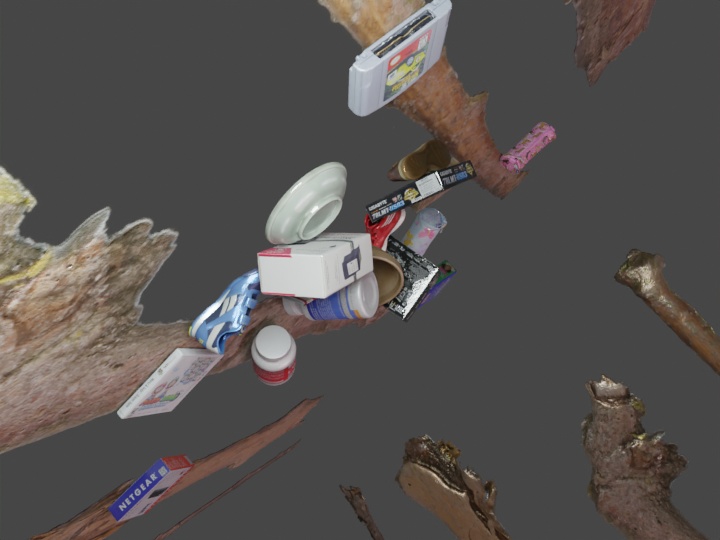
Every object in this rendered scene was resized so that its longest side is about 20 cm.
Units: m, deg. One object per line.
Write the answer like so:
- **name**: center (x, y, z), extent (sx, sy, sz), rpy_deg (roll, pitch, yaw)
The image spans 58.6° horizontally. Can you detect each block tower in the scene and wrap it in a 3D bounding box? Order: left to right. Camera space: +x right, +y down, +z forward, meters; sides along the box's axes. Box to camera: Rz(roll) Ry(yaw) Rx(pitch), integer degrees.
- **block tower**: center (0.192, -0.221, 1.670), extent (0.200, 0.058, 0.054), rpy_deg (-35, 162, -32)

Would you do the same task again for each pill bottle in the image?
- **pill bottle**: center (-0.218, 0.211, 1.616), extent (0.112, 0.112, 0.200), rpy_deg (-39, 165, -21)
- **pill bottle**: center (-0.069, 0.055, 1.431), extent (0.199, 0.113, 0.112), rpy_deg (-4, -178, 23)

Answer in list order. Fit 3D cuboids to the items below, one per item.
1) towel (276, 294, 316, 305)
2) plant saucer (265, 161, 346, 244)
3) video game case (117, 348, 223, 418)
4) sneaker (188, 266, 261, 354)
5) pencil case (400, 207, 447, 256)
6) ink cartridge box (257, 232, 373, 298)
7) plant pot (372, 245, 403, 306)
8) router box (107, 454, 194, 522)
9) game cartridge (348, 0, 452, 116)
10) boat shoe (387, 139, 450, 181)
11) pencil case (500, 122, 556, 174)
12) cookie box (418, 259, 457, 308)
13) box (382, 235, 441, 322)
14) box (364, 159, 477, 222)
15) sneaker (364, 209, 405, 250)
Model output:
- **towel**: center (-0.092, 0.009, 1.376), extent (0.200, 0.144, 0.023), rpy_deg (-35, 125, -35)
- **plant saucer**: center (-0.088, -0.112, 1.203), extent (0.200, 0.050, 0.200), rpy_deg (-42, 165, -14)
- **video game case**: center (-0.398, 0.238, 1.366), extent (0.182, 0.024, 0.200), rpy_deg (-46, 166, 3)
- **sneaker**: center (-0.238, 0.078, 1.248), extent (0.200, 0.082, 0.074), rpy_deg (-47, 165, 0)
- **pencil case**: center (0.177, -0.098, 1.916), extent (0.090, 0.083, 0.200), rpy_deg (-5, 145, -34)
- **ink cartridge box**: center (-0.082, -0.015, 1.252), extent (0.200, 0.144, 0.085), rpy_deg (-28, 117, -59)
- **plant pot**: center (0.000, 0.000, 1.543), extent (0.200, 0.093, 0.201), rpy_deg (-5, 139, -4)
- **router box**: center (-0.593, 0.618, 1.833), extent (0.200, 0.049, 0.180), rpy_deg (-44, 166, -3)
- **game cartridge**: center (0.063, -0.336, 1.029), extent (0.200, 0.041, 0.133), rpy_deg (-41, 169, -16)
- **boat shoe**: center (0.131, -0.241, 1.450), extent (0.072, 0.072, 0.200), rpy_deg (-18, -168, 43)
- **pencil case**: center (0.555, -0.406, 2.123), extent (0.200, 0.086, 0.083), rpy_deg (-42, 134, -13)
- **cookie box**: center (0.294, 0.062, 2.713), extent (0.200, 0.075, 0.171), rpy_deg (-29, 159, -48)
- **box**: center (0.085, 0.012, 1.687), extent (0.164, 0.200, 0.086), rpy_deg (-54, 166, -3)
- **box**: center (0.140, -0.183, 1.465), extent (0.198, 0.050, 0.200), rpy_deg (-20, -175, 35)
- **sneaker**: center (0.022, -0.085, 1.577), extent (0.115, 0.078, 0.200), rpy_deg (1, 121, -59)
